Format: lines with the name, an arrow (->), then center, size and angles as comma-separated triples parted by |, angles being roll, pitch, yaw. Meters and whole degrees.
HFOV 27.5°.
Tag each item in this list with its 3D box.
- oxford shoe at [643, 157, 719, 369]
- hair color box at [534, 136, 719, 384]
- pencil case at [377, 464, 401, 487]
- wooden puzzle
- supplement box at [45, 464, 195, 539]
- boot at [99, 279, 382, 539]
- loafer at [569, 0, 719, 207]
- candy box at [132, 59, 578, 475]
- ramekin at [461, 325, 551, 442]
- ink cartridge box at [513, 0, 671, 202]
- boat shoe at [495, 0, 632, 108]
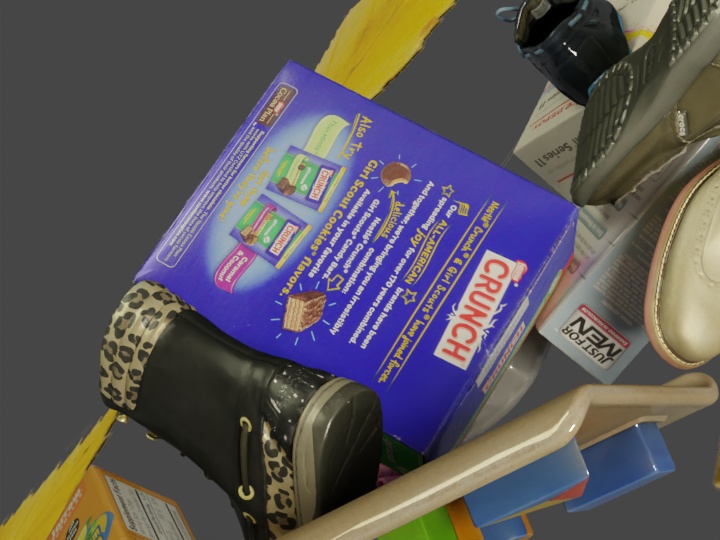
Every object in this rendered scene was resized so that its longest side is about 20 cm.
oxford shoe -> 0.218, -0.035, 0.764 | 0.201, 0.071, 0.074 | -56, 18, -12
hair color box -> 0.182, -0.036, 0.890 | 0.200, 0.061, 0.099 | -50, 15, 9
pencil case -> -0.006, 0.160, 0.958 | 0.083, 0.087, 0.200 | -41, 13, -15
wooden puzzle -> 0.074, 0.109, 0.727 | 0.185, 0.047, 0.200 | -31, -15, 27
supplement box -> -0.113, 0.177, 0.764 | 0.067, 0.069, 0.200 | -59, 24, 4
boot -> -0.068, 0.108, 0.812 | 0.073, 0.153, 0.204 | -41, -31, -40
loafer -> 0.175, -0.089, 0.802 | 0.200, 0.069, 0.076 | 127, 160, -59
candy box -> 0.000, 0.000, 0.850 | 0.170, 0.199, 0.077 | -56, -19, -15
ramekin -> 0.025, 0.021, 0.990 | 0.203, 0.202, 0.094 | -55, 4, -10
ink cartridge box -> 0.186, -0.126, 1.066 | 0.117, 0.067, 0.201 | -30, 26, 53
boat shoe -> 0.145, -0.177, 1.038 | 0.084, 0.069, 0.200 | -48, 16, 8
